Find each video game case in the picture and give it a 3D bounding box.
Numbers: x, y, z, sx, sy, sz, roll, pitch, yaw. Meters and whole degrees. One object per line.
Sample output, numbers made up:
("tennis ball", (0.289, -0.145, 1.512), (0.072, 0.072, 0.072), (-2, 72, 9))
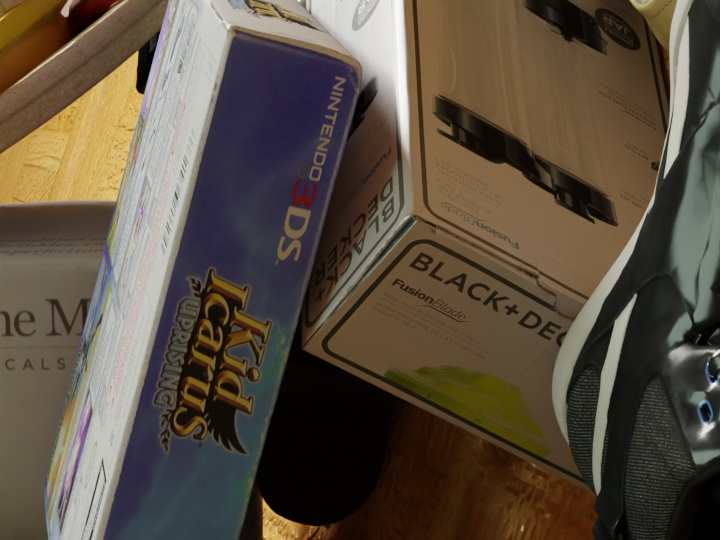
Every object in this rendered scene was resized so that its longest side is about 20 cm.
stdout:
("video game case", (-0.056, 0.011, 0.722), (0.181, 0.045, 0.201), (-125, 49, -73))

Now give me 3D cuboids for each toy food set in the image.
("toy food set", (-0.148, -0.085, 0.900), (0.197, 0.049, 0.200), (-16, 23, 49))

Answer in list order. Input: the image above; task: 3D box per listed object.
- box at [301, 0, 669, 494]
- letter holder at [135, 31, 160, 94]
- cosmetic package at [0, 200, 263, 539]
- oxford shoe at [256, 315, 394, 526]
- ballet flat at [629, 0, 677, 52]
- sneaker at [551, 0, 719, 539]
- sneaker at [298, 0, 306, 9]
("box", (0.042, -0.037, 0.721), (0.060, 0.116, 0.201), (-48, 27, 32))
("letter holder", (-0.013, -0.175, 0.984), (0.101, 0.141, 0.202), (147, 128, -63))
("cosmetic package", (-0.125, 0.080, 0.918), (0.165, 0.163, 0.202), (-82, -9, -80))
("oxford shoe", (0.000, 0.000, 0.922), (0.071, 0.071, 0.201), (-101, 32, -69))
("ballet flat", (0.093, -0.116, 0.746), (0.200, 0.063, 0.069), (-119, 49, -68))
("sneaker", (0.113, -0.005, 0.564), (0.112, 0.073, 0.201), (-107, 30, -58))
("sneaker", (-0.008, -0.068, 0.829), (0.073, 0.070, 0.201), (-37, 70, 48))
